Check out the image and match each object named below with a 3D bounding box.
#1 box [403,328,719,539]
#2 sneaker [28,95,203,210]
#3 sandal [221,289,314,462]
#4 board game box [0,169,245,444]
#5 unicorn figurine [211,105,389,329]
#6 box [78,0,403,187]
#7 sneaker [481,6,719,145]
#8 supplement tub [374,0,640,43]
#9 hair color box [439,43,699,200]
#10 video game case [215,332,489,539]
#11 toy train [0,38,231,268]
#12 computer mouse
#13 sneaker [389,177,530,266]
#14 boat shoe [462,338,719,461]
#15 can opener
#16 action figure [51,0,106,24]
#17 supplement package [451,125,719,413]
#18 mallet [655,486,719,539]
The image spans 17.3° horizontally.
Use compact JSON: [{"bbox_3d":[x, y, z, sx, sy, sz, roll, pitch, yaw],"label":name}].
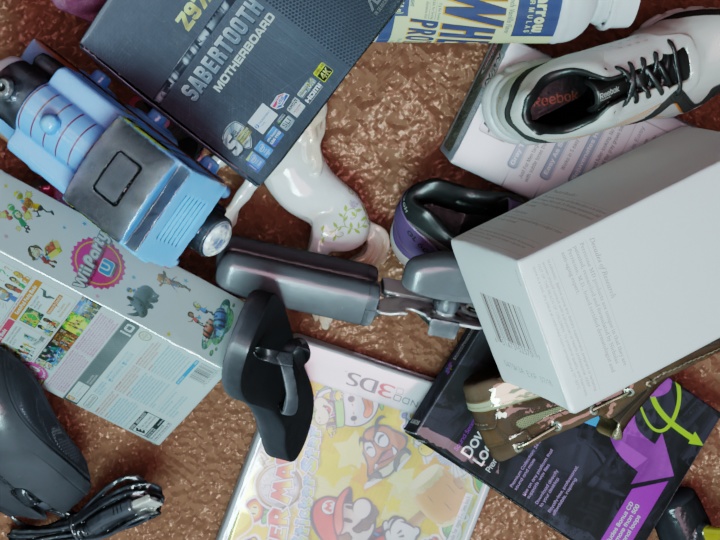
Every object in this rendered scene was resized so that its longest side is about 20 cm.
[{"bbox_3d":[0.151,0.112,1.755,0.200,0.036,0.143,33,83,-11],"label":"box"},{"bbox_3d":[-0.148,-0.067,1.682,0.200,0.079,0.095,-38,111,11],"label":"sneaker"},{"bbox_3d":[-0.053,0.073,1.650,0.043,0.200,0.076,13,69,17],"label":"sandal"},{"bbox_3d":[-0.196,0.030,1.657,0.200,0.148,0.064,28,55,-12],"label":"board game box"},{"bbox_3d":[-0.052,-0.064,1.696,0.137,0.074,0.200,-39,121,3],"label":"unicorn figurine"},{"bbox_3d":[-0.069,-0.177,1.555,0.158,0.051,0.200,39,118,-2],"label":"box"},{"bbox_3d":[0.187,-0.128,1.636,0.199,0.080,0.074,-20,100,-6],"label":"sneaker"},{"bbox_3d":[0.087,-0.228,1.625,0.199,0.145,0.146,0,104,-6],"label":"supplement tub"},{"bbox_3d":[0.169,-0.085,1.713,0.199,0.061,0.099,25,99,-12],"label":"hair color box"},{"bbox_3d":[0.000,0.167,1.776,0.181,0.023,0.201,19,101,-10],"label":"video game case"},{"bbox_3d":[-0.171,-0.079,1.572,0.200,0.114,0.087,39,94,21],"label":"toy train"},{"bbox_3d":[-0.244,0.133,1.686,0.138,0.053,0.200,-22,118,26],"label":"computer mouse"},{"bbox_3d":[0.120,-0.012,1.687,0.199,0.088,0.076,15,70,0],"label":"sneaker"},{"bbox_3d":[0.177,0.085,1.711,0.202,0.075,0.075,-17,96,-5],"label":"boat shoe"},{"bbox_3d":[0.000,0.000,1.659,0.199,0.053,0.067,13,114,-9],"label":"can opener"},{"bbox_3d":[-0.218,-0.225,1.583,0.199,0.149,0.134,9,68,-37],"label":"action figure"},{"bbox_3d":[0.186,-0.005,1.620,0.200,0.117,0.118,-26,106,-15],"label":"supplement package"},{"bbox_3d":[0.287,0.189,1.736,0.041,0.200,0.066,-32,99,-31],"label":"mallet"}]
